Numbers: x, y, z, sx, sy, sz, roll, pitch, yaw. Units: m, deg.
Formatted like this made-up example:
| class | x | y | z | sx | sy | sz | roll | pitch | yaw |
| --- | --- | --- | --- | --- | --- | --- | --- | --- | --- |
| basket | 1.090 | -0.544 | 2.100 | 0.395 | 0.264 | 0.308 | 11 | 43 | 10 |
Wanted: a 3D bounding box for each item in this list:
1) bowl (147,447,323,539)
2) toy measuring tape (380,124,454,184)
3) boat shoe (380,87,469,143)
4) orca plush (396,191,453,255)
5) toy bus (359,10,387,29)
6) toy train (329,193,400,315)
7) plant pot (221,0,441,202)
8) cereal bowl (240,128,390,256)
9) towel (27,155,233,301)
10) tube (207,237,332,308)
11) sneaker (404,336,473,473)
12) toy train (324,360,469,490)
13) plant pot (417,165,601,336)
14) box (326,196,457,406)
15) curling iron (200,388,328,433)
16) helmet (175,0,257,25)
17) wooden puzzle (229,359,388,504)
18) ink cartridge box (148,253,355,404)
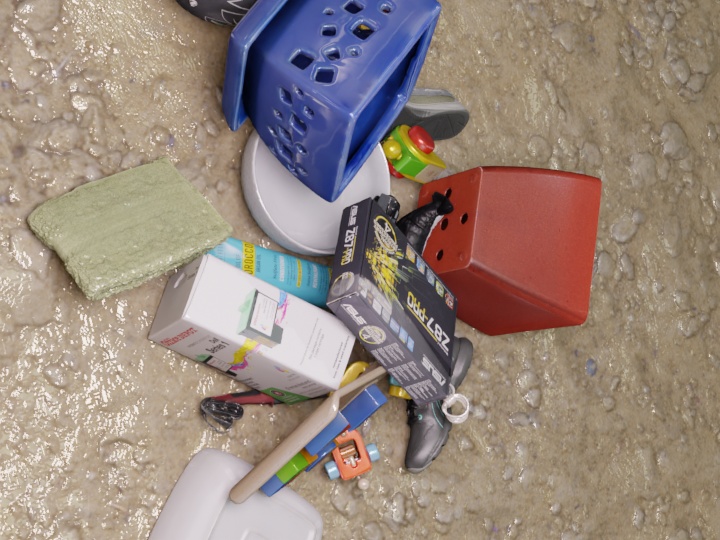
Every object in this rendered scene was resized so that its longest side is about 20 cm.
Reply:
| class | x | y | z | sx | sy | sz | roll | pitch | yaw |
| --- | --- | --- | --- | --- | --- | --- | --- | --- | --- |
| bowl | -0.138 | 0.328 | 1.390 | 0.200 | 0.075 | 0.200 | 37 | 65 | -25 |
| toy measuring tape | 0.083 | -0.153 | 1.604 | 0.200 | 0.073 | 0.074 | 10 | 76 | -56 |
| boat shoe | 0.053 | -0.218 | 1.606 | 0.201 | 0.075 | 0.065 | -4 | 50 | -31 |
| orca plush | 0.044 | -0.013 | 1.514 | 0.071 | 0.200 | 0.105 | 17 | 32 | -53 |
| toy bus | -0.002 | -0.345 | 1.512 | 0.136 | 0.192 | 0.200 | -32 | 99 | -31 |
| toy train | 0.000 | 0.000 | 1.475 | 0.046 | 0.034 | 0.201 | 16 | 99 | -62 |
| plant pot | -0.045 | -0.231 | 1.367 | 0.179 | 0.200 | 0.200 | 31 | 63 | 6 |
| cereal bowl | -0.066 | -0.112 | 1.498 | 0.200 | 0.083 | 0.201 | 6 | 79 | -32 |
| towel | -0.258 | -0.049 | 1.355 | 0.200 | 0.037 | 0.148 | -28 | 64 | -35 |
| tube | -0.105 | 0.005 | 1.479 | 0.199 | 0.050 | 0.078 | 14 | 53 | -28 |
| sneaker | 0.084 | 0.169 | 1.571 | 0.079 | 0.075 | 0.200 | 26 | 62 | -13 |
| toy train | 0.029 | 0.177 | 1.512 | 0.200 | 0.056 | 0.151 | -26 | 92 | -10 |
| plant pot | 0.177 | -0.037 | 1.572 | 0.176 | 0.200 | 0.201 | 18 | 73 | -31 |
| box | 0.041 | 0.037 | 1.400 | 0.200 | 0.049 | 0.162 | 49 | 35 | -32 |
| curling iron | -0.111 | 0.162 | 1.456 | 0.200 | 0.026 | 0.050 | -6 | 55 | -43 |
| helmet | -0.150 | -0.392 | 1.424 | 0.200 | 0.200 | 0.191 | -18 | 113 | -34 |
| wooden puzzle | -0.043 | 0.186 | 1.366 | 0.046 | 0.185 | 0.200 | 47 | 23 | 6 |
| ink cartridge box | -0.127 | 0.072 | 1.376 | 0.200 | 0.145 | 0.084 | 27 | 67 | -18 |
